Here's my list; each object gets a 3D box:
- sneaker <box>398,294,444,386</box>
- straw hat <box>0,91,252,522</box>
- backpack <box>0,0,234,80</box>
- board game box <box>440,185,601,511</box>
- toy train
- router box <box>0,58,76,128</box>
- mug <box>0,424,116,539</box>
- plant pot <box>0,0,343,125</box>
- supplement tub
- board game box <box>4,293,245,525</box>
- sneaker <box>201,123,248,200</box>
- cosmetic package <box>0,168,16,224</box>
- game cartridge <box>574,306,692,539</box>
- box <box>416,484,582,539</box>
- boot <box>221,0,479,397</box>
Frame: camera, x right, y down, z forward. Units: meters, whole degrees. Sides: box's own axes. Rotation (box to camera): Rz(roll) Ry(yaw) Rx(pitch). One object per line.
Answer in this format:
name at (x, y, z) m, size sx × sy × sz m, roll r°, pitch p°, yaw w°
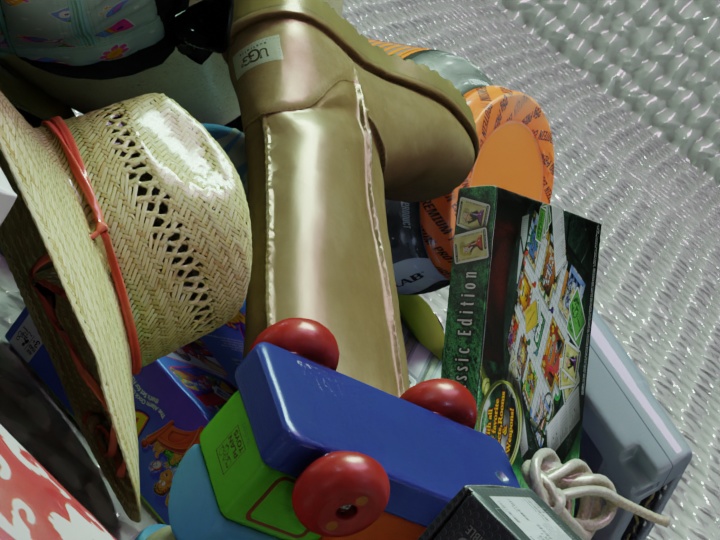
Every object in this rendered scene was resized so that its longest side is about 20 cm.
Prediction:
sneaker at (0.021, 0.070, 1.184) m, size 0.081 × 0.074 × 0.200 m, roll 13°, pitch 21°, yaw -41°
straw hat at (-0.086, -0.014, 0.910) m, size 0.201 × 0.085 × 0.202 m, roll 157°, pitch -90°, yaw -79°
backpack at (-0.123, -0.155, 0.917) m, size 0.200 × 0.126 × 0.168 m, roll 100°, pitch -29°, yaw -85°
board game box at (0.065, 0.071, 1.046) m, size 0.023 × 0.202 × 0.105 m, roll 3°, pitch -7°, yaw 29°
toy train at (0.014, 0.106, 0.904) m, size 0.199 × 0.116 × 0.085 m, roll 24°, pitch 29°, yaw -35°
router box at (-0.219, -0.093, 1.098) m, size 0.199 × 0.052 × 0.157 m, roll 28°, pitch 18°, yaw -39°
mug at (-0.113, 0.083, 0.625) m, size 0.200 × 0.134 × 0.178 m, roll 42°, pitch 31°, yaw -1°
plant pot at (-0.084, -0.137, 1.128) m, size 0.135 × 0.199 × 0.200 m, roll 58°, pitch 12°, yaw -8°
supplement tub at (-0.010, -0.058, 1.227) m, size 0.199 × 0.123 × 0.122 m, roll 14°, pitch -2°, yaw 34°
board game box at (-0.044, 0.065, 1.051) m, size 0.134 × 0.045 × 0.200 m, roll 46°, pitch 16°, yaw 28°
sneaker at (-0.074, -0.028, 1.119) m, size 0.072 × 0.072 × 0.200 m, roll 39°, pitch -11°, yaw 6°
cosmetic package at (-0.207, -0.048, 0.862) m, size 0.084 × 0.108 × 0.200 m, roll 20°, pitch 23°, yaw -38°
game cartridge at (0.101, 0.070, 1.192) m, size 0.133 × 0.041 × 0.200 m, roll 52°, pitch -15°, yaw 15°
box at (0.057, 0.185, 0.687) m, size 0.200 × 0.158 × 0.051 m, roll 46°, pitch 16°, yaw 25°
boot at (0.000, 0.000, 1.017) m, size 0.175 × 0.066 × 0.201 m, roll 28°, pitch 45°, yaw -46°
